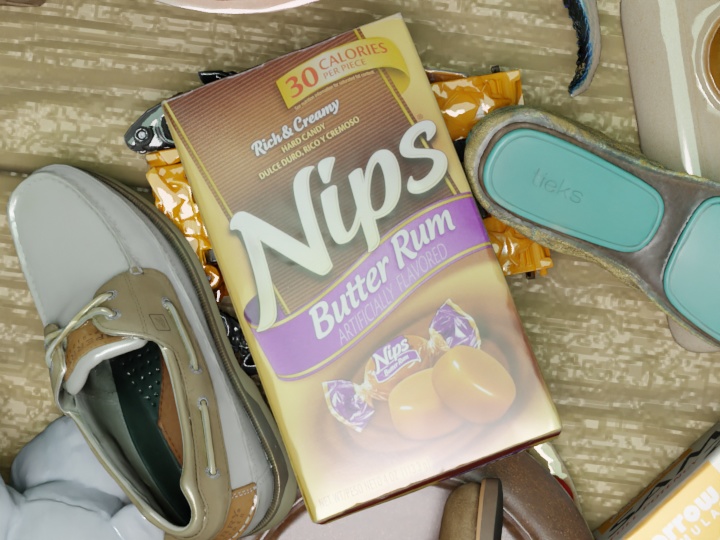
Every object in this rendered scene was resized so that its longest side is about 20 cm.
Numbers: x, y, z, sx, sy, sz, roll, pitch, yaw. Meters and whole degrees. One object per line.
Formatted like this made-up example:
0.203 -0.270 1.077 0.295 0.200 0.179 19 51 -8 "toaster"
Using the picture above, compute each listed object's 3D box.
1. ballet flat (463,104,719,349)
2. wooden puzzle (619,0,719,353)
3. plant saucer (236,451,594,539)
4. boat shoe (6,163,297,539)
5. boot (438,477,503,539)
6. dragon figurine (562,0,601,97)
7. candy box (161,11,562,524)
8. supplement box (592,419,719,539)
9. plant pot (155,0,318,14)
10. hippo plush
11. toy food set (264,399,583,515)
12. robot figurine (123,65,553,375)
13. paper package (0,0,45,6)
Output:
0.136 -0.020 0.976 0.200 0.071 0.071 27 91 -11 "ballet flat"
0.236 -0.064 1.013 0.200 0.046 0.185 -9 91 1 "wooden puzzle"
0.017 0.164 0.979 0.200 0.034 0.200 0 90 0 "plant saucer"
-0.103 0.033 0.953 0.075 0.068 0.200 -43 73 23 "boat shoe"
0.014 0.181 0.931 0.075 0.074 0.200 16 93 10 "boot"
0.085 -0.182 1.006 0.099 0.059 0.200 12 87 3 "dragon figurine"
0.000 0.000 0.946 0.117 0.056 0.200 -21 81 0 "candy box"
0.222 0.160 1.003 0.126 0.074 0.200 -43 90 0 "supplement box"
-0.048 -0.203 0.940 0.201 0.195 0.201 0 90 0 "plant pot"
-0.167 0.101 0.958 0.161 0.200 0.159 10 124 -9 "hippo plush"
0.009 0.140 1.018 0.200 0.049 0.198 -44 90 2 "toy food set"
-0.015 -0.030 1.011 0.200 0.058 0.145 -9 90 0 "robot figurine"
-0.233 -0.232 0.989 0.191 0.103 0.200 5 90 1 "paper package"
